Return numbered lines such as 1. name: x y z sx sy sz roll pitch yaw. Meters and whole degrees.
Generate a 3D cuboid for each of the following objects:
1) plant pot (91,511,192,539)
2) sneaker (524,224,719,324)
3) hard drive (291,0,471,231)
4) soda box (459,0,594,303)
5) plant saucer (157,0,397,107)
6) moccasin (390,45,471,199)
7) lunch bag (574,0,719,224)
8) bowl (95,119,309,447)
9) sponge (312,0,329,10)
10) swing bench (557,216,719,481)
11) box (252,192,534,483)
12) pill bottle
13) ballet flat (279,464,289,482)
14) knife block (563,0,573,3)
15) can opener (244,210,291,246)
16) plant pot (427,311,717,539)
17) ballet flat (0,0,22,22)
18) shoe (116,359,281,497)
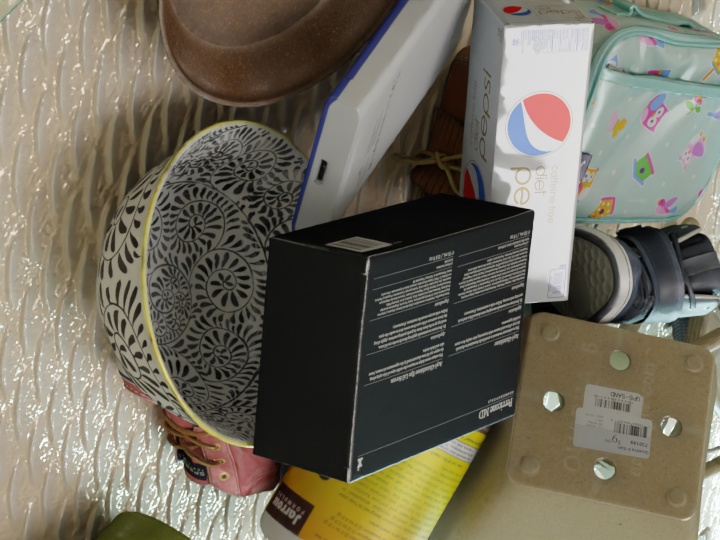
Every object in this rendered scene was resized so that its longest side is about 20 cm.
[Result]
1. plant pot: -0.168 0.273 1.684 0.193 0.200 0.201 -51 146 -23
2. sneaker: 0.208 0.000 1.849 0.146 0.077 0.202 -10 175 -13
3. hard drive: 0.021 -0.123 1.584 0.200 0.025 0.132 -56 170 -39
4. soda box: 0.106 -0.080 1.663 0.064 0.068 0.200 -3 115 -15
5. plant saucer: -0.046 -0.192 1.486 0.200 0.037 0.201 -27 137 -28
6. moccasin: 0.067 -0.066 1.745 0.078 0.074 0.202 -32 150 -38
7. lunch bag: 0.193 -0.116 1.830 0.200 0.077 0.161 0 120 -48
8. bowl: -0.102 0.010 1.569 0.201 0.094 0.201 7 82 -52
9. sponge: -0.014 -0.239 1.537 0.112 0.030 0.200 -43 143 -13
10. swing bench: 0.261 0.101 2.054 0.200 0.130 0.199 -43 144 -4
11. box: 0.023 0.037 1.571 0.200 0.079 0.141 -15 112 -55
12. pill bottle: 0.003 0.152 1.743 0.109 0.109 0.200 28 92 -54
13. ballet flat: 0.026 0.104 1.838 0.200 0.068 0.068 -45 145 -11
14. knife block: 0.133 -0.263 1.522 0.064 0.175 0.200 40 75 -44
15. can opener: 0.000 0.000 1.703 0.200 0.067 0.053 28 132 -36
16. plant pot: 0.162 0.136 1.806 0.177 0.199 0.200 106 -4 -61
17. ballet flat: -0.179 -0.189 1.370 0.200 0.069 0.070 -42 143 -14
18. shoe: -0.102 0.102 1.690 0.200 0.071 0.091 11 106 -56
